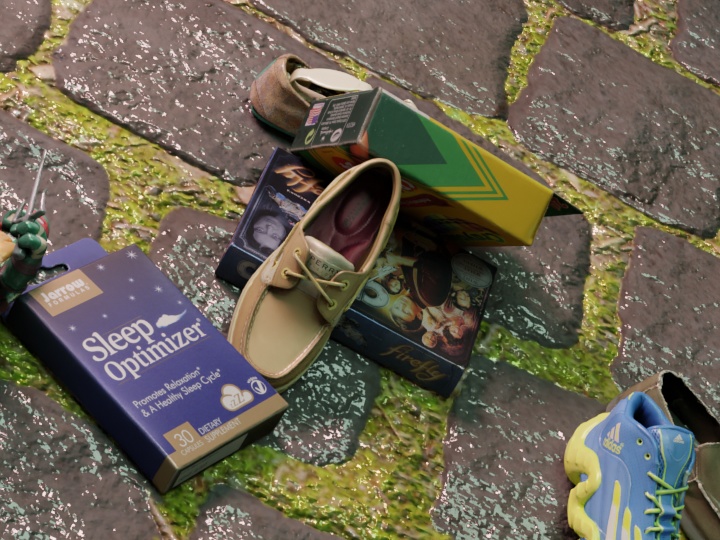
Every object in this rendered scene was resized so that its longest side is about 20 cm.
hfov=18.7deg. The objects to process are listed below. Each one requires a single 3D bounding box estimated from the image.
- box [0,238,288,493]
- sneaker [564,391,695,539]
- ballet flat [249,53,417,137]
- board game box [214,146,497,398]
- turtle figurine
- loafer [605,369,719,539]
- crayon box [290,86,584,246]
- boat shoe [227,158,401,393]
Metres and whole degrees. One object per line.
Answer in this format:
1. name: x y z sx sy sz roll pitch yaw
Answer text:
1. box: -0.157 0.053 1.505 0.200 0.032 0.121 44 39 16
2. sneaker: 0.197 0.169 1.563 0.075 0.105 0.201 12 42 -24
3. ballet flat: 0.007 -0.115 1.770 0.199 0.067 0.068 24 37 -11
4. board game box: 0.000 0.000 1.667 0.199 0.035 0.136 28 38 -6
5. turtle figurine: -0.260 -0.009 1.438 0.149 0.101 0.200 11 40 35
6. loafer: 0.268 0.156 1.656 0.200 0.070 0.075 46 40 17
7. crayon box: 0.059 -0.069 1.693 0.199 0.127 0.051 28 78 -22
8. boat shoe: -0.032 -0.002 1.571 0.074 0.066 0.201 30 64 -4
